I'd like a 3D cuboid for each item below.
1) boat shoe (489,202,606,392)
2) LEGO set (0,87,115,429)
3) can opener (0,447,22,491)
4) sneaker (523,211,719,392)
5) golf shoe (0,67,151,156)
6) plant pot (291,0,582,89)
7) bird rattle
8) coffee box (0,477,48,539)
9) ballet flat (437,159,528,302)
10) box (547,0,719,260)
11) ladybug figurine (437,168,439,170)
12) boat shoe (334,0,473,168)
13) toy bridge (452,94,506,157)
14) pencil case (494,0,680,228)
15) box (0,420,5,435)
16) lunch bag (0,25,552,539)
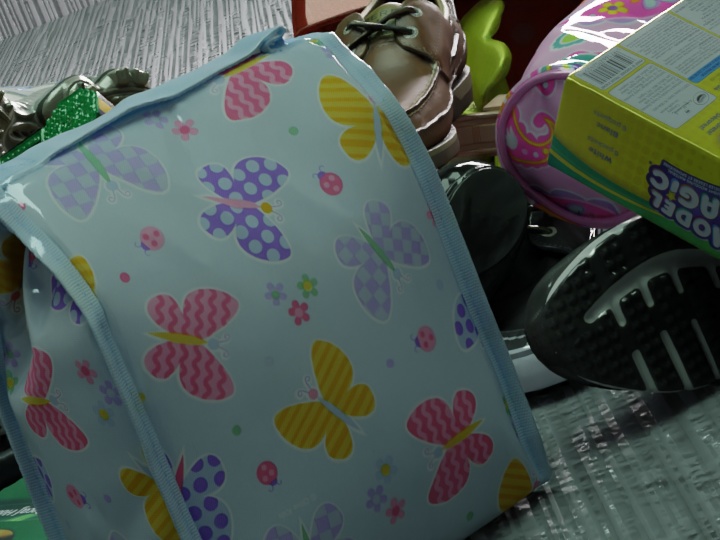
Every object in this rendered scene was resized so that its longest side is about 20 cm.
[{"bbox_3d":[0.081,-0.006,1.122,0.070,0.067,0.200,-18,15,17],"label":"boat shoe"},{"bbox_3d":[-0.147,0.023,1.174,0.200,0.116,0.154,-38,38,16],"label":"LEGO set"},{"bbox_3d":[-0.181,0.114,1.092,0.199,0.064,0.079,-15,-15,-13],"label":"can opener"},{"bbox_3d":[0.138,0.002,1.026,0.199,0.074,0.080,-21,7,-37],"label":"sneaker"},{"bbox_3d":[-0.203,-0.063,1.270,0.199,0.079,0.097,-1,-4,-38],"label":"golf shoe"},{"bbox_3d":[0.065,-0.205,1.486,0.199,0.177,0.200,-19,-25,12],"label":"plant pot"},{"bbox_3d":[0.027,-0.050,1.388,0.200,0.113,0.163,-39,7,-16],"label":"bird rattle"},{"bbox_3d":[-0.158,0.138,0.985,0.200,0.044,0.123,-30,17,-31],"label":"coffee box"},{"bbox_3d":[0.003,0.033,1.056,0.200,0.066,0.057,-47,4,-19],"label":"ballet flat"},{"bbox_3d":[0.188,-0.036,0.968,0.199,0.049,0.117,30,41,26],"label":"box"},{"bbox_3d":[0.000,0.000,1.210,0.135,0.072,0.200,-14,16,29],"label":"ladybug figurine"},{"bbox_3d":[0.010,-0.091,1.144,0.072,0.068,0.200,-6,16,7],"label":"boat shoe"},{"bbox_3d":[-0.017,-0.064,1.239,0.199,0.027,0.067,-2,15,18],"label":"toy bridge"},{"bbox_3d":[0.134,-0.099,1.133,0.087,0.088,0.200,-11,24,36],"label":"pencil case"},{"bbox_3d":[-0.169,0.022,1.307,0.199,0.098,0.124,-17,9,18],"label":"box"},{"bbox_3d":[-0.047,0.027,0.917,0.169,0.201,0.127,-32,18,-34],"label":"lunch bag"}]
